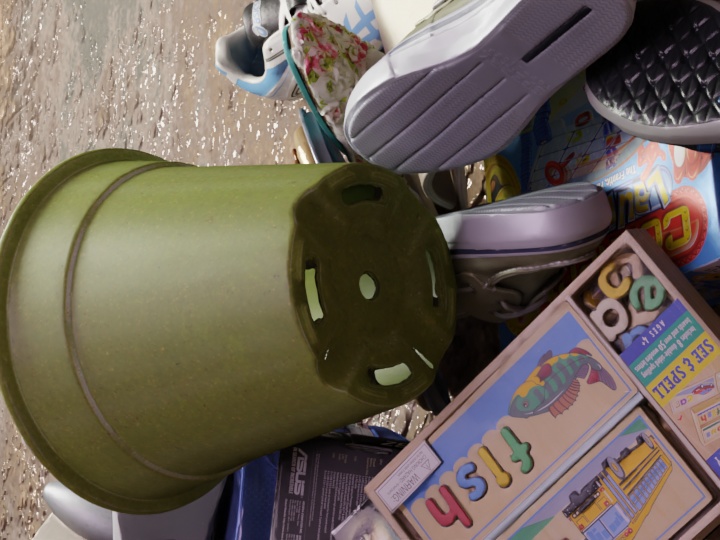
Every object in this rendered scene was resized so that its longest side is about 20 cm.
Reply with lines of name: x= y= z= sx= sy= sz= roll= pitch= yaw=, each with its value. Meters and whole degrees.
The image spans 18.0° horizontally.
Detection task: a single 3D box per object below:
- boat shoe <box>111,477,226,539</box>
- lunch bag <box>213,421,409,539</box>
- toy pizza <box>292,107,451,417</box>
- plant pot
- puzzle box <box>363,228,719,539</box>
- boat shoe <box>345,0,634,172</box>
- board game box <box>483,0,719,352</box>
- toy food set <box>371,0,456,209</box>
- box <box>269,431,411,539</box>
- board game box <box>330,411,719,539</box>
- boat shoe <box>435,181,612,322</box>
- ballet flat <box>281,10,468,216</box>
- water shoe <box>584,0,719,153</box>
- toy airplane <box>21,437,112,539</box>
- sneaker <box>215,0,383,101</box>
boat shoe: x=-0.115 y=0.150 z=1.348 sx=0.070 sy=0.070 sz=0.202 roll=-168 pitch=78 yaw=-76
lunch bag: x=-0.024 y=0.175 z=1.374 sx=0.136 sy=0.131 sz=0.201 roll=-161 pitch=78 yaw=-79
toy pizza: x=0.000 y=0.000 z=1.329 sx=0.200 sy=0.032 sz=0.201 roll=-25 pitch=-90 yaw=-86
plant pot: x=-0.056 y=0.021 z=1.179 sx=0.189 sy=0.199 sz=0.202 roll=-10 pitch=77 yaw=43
puzzle box: x=0.107 y=0.095 z=1.111 sx=0.200 sy=0.025 sz=0.133 roll=-47 pitch=71 yaw=22
boat shoe: x=0.067 y=-0.111 z=1.108 sx=0.200 sy=0.072 sz=0.062 roll=-31 pitch=32 yaw=45
board game box: x=0.140 y=-0.072 z=1.192 sx=0.200 sy=0.056 sz=0.197 roll=-29 pitch=61 yaw=56
toy food set: x=0.084 y=-0.144 z=1.200 sx=0.200 sy=0.060 sz=0.144 roll=-42 pitch=50 yaw=40
box: x=0.026 y=0.197 z=1.264 sx=0.044 sy=0.159 sz=0.202 roll=-6 pitch=-78 yaw=-78
board game box: x=0.090 y=0.121 z=1.153 sx=0.200 sy=0.028 sz=0.135 roll=-47 pitch=70 yaw=22
boat shoe: x=0.075 y=-0.005 z=1.188 sx=0.200 sy=0.072 sz=0.062 roll=-11 pitch=95 yaw=67
ballet flat: x=0.021 y=-0.076 z=1.309 sx=0.064 sy=0.200 sz=0.076 roll=-16 pitch=41 yaw=16
water shoe: x=0.189 y=-0.074 z=1.048 sx=0.199 sy=0.079 sz=0.072 roll=17 pitch=78 yaw=47
toy airplane: x=-0.124 y=0.107 z=1.489 sx=0.141 sy=0.198 sz=0.201 roll=124 pitch=142 yaw=-56
sneaker: x=-0.030 y=-0.167 z=1.491 sx=0.200 sy=0.072 sz=0.072 roll=-35 pitch=54 yaw=52
